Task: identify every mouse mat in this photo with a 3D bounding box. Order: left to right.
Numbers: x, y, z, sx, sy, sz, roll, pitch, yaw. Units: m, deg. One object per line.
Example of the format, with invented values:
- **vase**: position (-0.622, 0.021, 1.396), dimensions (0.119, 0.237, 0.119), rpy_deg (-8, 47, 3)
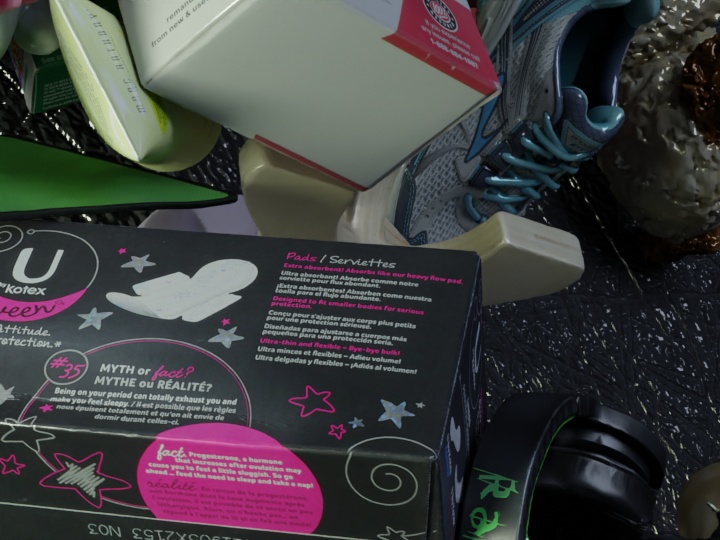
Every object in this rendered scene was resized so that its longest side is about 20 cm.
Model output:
- **mouse mat**: position (-0.168, -0.037, 0.983), dimensions (0.199, 0.160, 0.008), rpy_deg (-4, 105, -47)

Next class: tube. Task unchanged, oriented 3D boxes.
- **tube**: position (-0.093, -0.072, 1.027), dimensions (0.058, 0.052, 0.200), rpy_deg (21, 0, 5)

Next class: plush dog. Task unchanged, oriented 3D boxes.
- **plush dog**: position (0.161, -0.099, 1.357), dimensions (0.159, 0.201, 0.172), rpy_deg (-12, 52, -14)

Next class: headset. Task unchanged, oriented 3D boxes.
- **headset**: position (0.096, 0.111, 0.950), dimensions (0.200, 0.093, 0.124), rpy_deg (13, 79, -67)

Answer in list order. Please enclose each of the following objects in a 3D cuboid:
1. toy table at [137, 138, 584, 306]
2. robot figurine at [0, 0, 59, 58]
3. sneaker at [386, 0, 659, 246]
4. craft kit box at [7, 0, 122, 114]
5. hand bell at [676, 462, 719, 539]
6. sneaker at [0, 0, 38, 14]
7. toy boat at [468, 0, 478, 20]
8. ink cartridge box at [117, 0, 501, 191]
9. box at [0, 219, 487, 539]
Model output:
- **toy table**: position (0.000, 0.000, 1.126), dimensions (0.199, 0.117, 0.185), rpy_deg (5, 55, -42)
- **robot figurine**: position (-0.186, -0.158, 1.055), dimensions (0.169, 0.113, 0.201), rpy_deg (33, 53, -28)
- **sneaker**: position (0.077, -0.071, 1.206), dimensions (0.077, 0.201, 0.086), rpy_deg (15, 13, -47)
- **craft kit box**: position (-0.092, -0.189, 1.176), dimensions (0.199, 0.049, 0.198), rpy_deg (-17, 65, -17)
- **hand bell**: position (0.160, 0.193, 1.167), dimensions (0.104, 0.104, 0.200), rpy_deg (44, 49, -7)
- **sneaker**: position (-0.164, -0.111, 0.908), dimensions (0.079, 0.096, 0.200), rpy_deg (28, 54, 4)
- **toy boat**: position (0.030, -0.138, 1.260), dimensions (0.199, 0.131, 0.131), rpy_deg (12, 50, -39)
- **ink cartridge box**: position (-0.039, -0.152, 1.042), dimensions (0.145, 0.083, 0.201), rpy_deg (23, 40, -46)
- **box**: position (-0.056, 0.068, 0.925), dimensions (0.199, 0.133, 0.115), rpy_deg (5, 41, 11)
